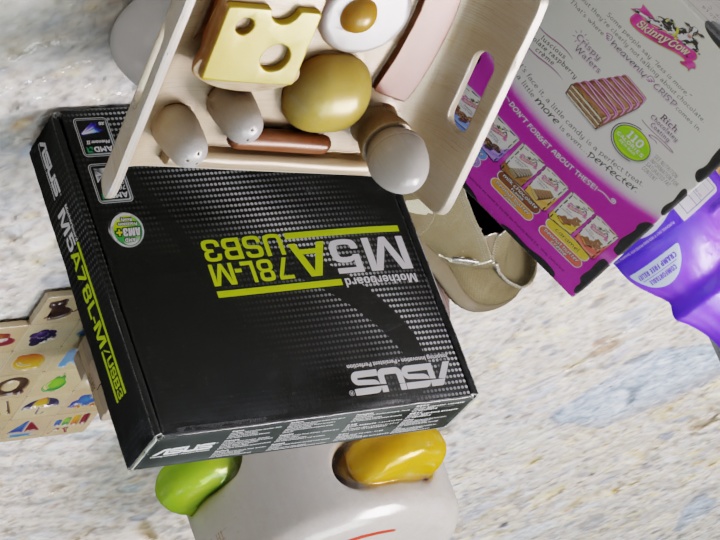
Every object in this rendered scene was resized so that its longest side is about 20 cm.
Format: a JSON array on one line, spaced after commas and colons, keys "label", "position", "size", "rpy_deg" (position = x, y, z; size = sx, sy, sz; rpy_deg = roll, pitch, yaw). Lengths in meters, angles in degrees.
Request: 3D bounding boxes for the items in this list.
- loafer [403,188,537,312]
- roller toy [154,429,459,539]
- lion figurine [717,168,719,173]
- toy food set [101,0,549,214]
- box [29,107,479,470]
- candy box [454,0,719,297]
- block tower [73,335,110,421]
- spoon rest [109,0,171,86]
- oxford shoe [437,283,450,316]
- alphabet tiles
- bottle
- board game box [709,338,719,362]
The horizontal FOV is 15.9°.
[{"label": "loafer", "position": [0.066, -0.029, 1.562], "size": [0.067, 0.076, 0.200], "rpy_deg": [-23, 158, 20]}, {"label": "roller toy", "position": [-0.027, 0.159, 1.816], "size": [0.200, 0.140, 0.182], "rpy_deg": [-23, 157, 5]}, {"label": "lion figurine", "position": [0.243, -0.110, 1.542], "size": [0.200, 0.073, 0.122], "rpy_deg": [-22, 168, -9]}, {"label": "toy food set", "position": [-0.018, -0.090, 1.275], "size": [0.200, 0.060, 0.144], "rpy_deg": [1, 129, -33]}, {"label": "box", "position": [-0.057, 0.002, 1.376], "size": [0.200, 0.193, 0.048], "rpy_deg": [-4, 151, -32]}, {"label": "candy box", "position": [0.135, -0.095, 1.390], "size": [0.061, 0.136, 0.200], "rpy_deg": [-44, 179, -44]}, {"label": "block tower", "position": [-0.116, 0.020, 1.531], "size": [0.054, 0.058, 0.200], "rpy_deg": [-8, 152, -26]}, {"label": "spoon rest", "position": [-0.044, -0.106, 1.343], "size": [0.099, 0.061, 0.200], "rpy_deg": [-35, 140, 28]}, {"label": "oxford shoe", "position": [0.000, 0.000, 1.573], "size": [0.071, 0.073, 0.200], "rpy_deg": [-32, 154, 26]}, {"label": "alphabet tiles", "position": [-0.186, 0.060, 1.636], "size": [0.166, 0.006, 0.200], "rpy_deg": [-5, 153, -32]}, {"label": "bottle", "position": [0.175, -0.031, 1.492], "size": [0.065, 0.200, 0.084], "rpy_deg": [-41, -178, -38]}, {"label": "board game box", "position": [0.294, -0.028, 1.599], "size": [0.200, 0.199, 0.043], "rpy_deg": [-19, 157, -7]}]
